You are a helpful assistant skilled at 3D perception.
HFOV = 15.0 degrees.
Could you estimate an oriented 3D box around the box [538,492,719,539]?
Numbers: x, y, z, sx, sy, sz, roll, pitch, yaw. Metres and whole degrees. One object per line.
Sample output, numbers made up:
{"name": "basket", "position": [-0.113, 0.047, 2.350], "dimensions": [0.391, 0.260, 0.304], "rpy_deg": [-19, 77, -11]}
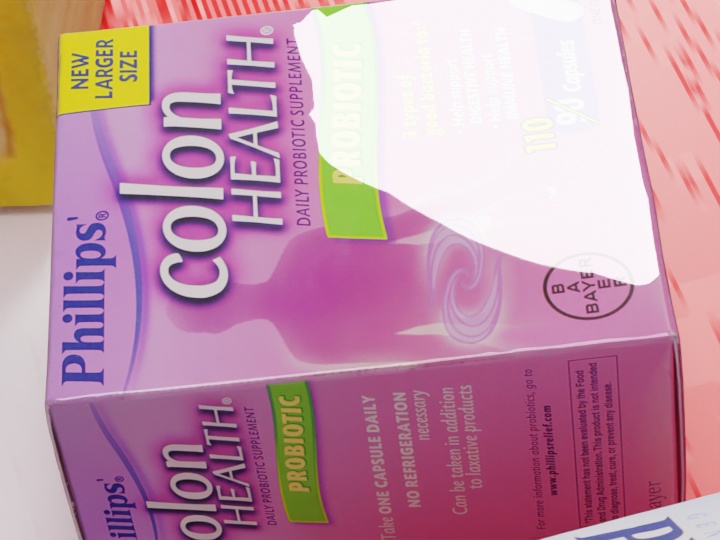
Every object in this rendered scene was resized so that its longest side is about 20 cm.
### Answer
{"name": "box", "position": [0.062, 0.142, 0.719], "dimensions": [0.199, 0.105, 0.184], "rpy_deg": [-14, 11, -6]}

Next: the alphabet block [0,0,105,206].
{"name": "alphabet block", "position": [-0.203, -0.157, 1.041], "dimensions": [0.195, 0.197, 0.200], "rpy_deg": [-2, 46, 8]}

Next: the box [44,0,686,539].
{"name": "box", "position": [0.000, 0.000, 0.929], "dimensions": [0.199, 0.097, 0.176], "rpy_deg": [-6, 46, 3]}
